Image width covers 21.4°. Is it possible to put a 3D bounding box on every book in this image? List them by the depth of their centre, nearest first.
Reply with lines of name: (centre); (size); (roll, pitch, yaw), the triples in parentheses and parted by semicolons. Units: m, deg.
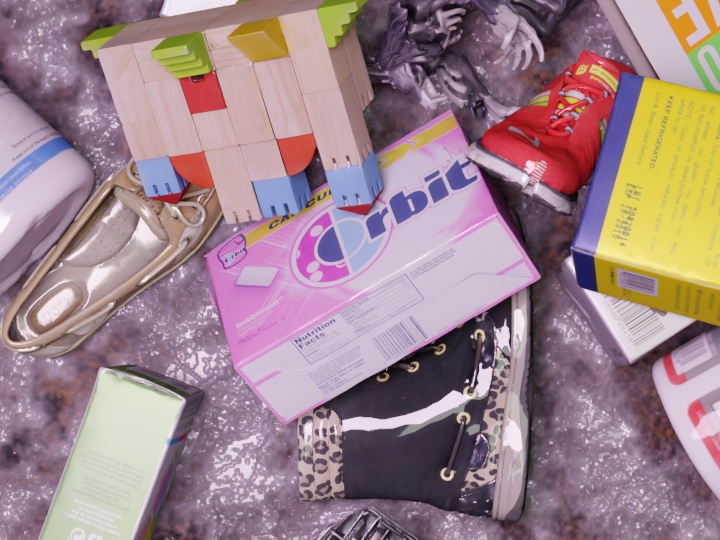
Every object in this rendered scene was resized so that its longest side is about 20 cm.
book: (0.212, -0.189, 1.173); (0.133, 0.048, 0.200); (-35, 111, -3)

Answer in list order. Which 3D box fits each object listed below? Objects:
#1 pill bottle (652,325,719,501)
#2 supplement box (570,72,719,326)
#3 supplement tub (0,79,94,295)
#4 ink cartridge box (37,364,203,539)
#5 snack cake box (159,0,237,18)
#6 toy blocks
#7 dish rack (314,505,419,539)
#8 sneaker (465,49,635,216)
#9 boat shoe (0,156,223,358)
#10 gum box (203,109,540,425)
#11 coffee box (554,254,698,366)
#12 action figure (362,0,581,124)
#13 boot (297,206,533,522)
pill bottle: (0.294, 0.059, 1.187); (0.200, 0.114, 0.114); (-31, 88, 14)
supplement box: (0.231, -0.025, 1.090); (0.199, 0.110, 0.109); (16, 81, 12)
supplement tub: (-0.282, -0.082, 1.217); (0.200, 0.132, 0.132); (43, 90, 2)
ink cartridge box: (-0.166, 0.163, 1.221); (0.059, 0.104, 0.201); (20, 89, 3)
snack cake box: (-0.044, -0.238, 1.245); (0.115, 0.067, 0.201); (19, 89, 3)
toy blocks: (-0.069, -0.094, 1.183); (0.199, 0.100, 0.137); (-7, 114, 23)
dish rack: (0.032, 0.255, 1.233); (0.200, 0.055, 0.154); (37, 89, -2)
sneaker: (0.125, -0.094, 1.171); (0.077, 0.200, 0.085); (31, 113, 9)
boat shoe: (-0.156, -0.020, 1.245); (0.201, 0.063, 0.073); (-42, 88, 0)
gum box: (0.000, 0.000, 1.199); (0.200, 0.114, 0.066); (-30, 130, 9)
coffee box: (0.229, -0.025, 1.210); (0.200, 0.114, 0.080); (-33, 86, 0)
action figure: (0.084, -0.150, 1.216); (0.199, 0.119, 0.102); (-28, 74, -6)
boot: (0.035, 0.059, 1.235); (0.153, 0.073, 0.205); (1, 87, 5)
